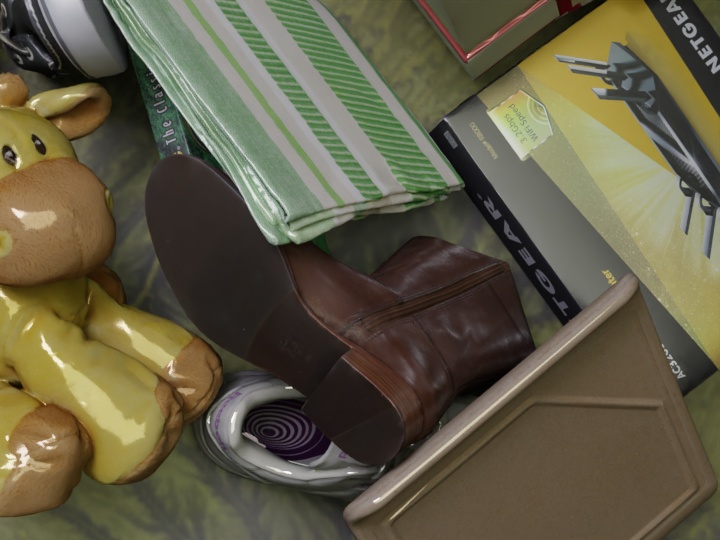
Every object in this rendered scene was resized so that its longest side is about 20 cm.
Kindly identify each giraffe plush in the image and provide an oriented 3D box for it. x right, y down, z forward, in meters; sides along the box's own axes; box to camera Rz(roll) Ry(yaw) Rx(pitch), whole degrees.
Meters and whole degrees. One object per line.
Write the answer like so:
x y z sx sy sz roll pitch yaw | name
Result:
-0.165 -0.005 0.867 0.200 0.173 0.163 20 120 14 | giraffe plush

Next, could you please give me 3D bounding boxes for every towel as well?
-0.033 -0.084 0.907 0.023 0.200 0.153 -41 79 25 | towel

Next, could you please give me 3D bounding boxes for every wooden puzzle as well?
0.090 0.114 0.925 0.185 0.200 0.037 -38 46 -11 | wooden puzzle

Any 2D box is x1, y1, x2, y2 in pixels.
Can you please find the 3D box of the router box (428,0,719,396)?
0.158 -0.044 1.002 0.157 0.052 0.200 -37 90 -11 | router box

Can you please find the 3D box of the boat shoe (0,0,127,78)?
-0.150 -0.121 0.890 0.056 0.200 0.069 -20 96 -2 | boat shoe

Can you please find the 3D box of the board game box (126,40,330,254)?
-0.071 -0.077 0.950 0.023 0.105 0.201 -19 84 29 | board game box

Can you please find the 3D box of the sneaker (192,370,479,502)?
0.014 0.096 0.938 0.199 0.100 0.075 7 86 -9 | sneaker

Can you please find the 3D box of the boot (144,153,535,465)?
0.000 0.000 0.925 0.064 0.200 0.187 -42 84 30 | boot

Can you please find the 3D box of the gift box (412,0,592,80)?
0.082 -0.227 0.927 0.200 0.187 0.185 -31 73 3 | gift box
